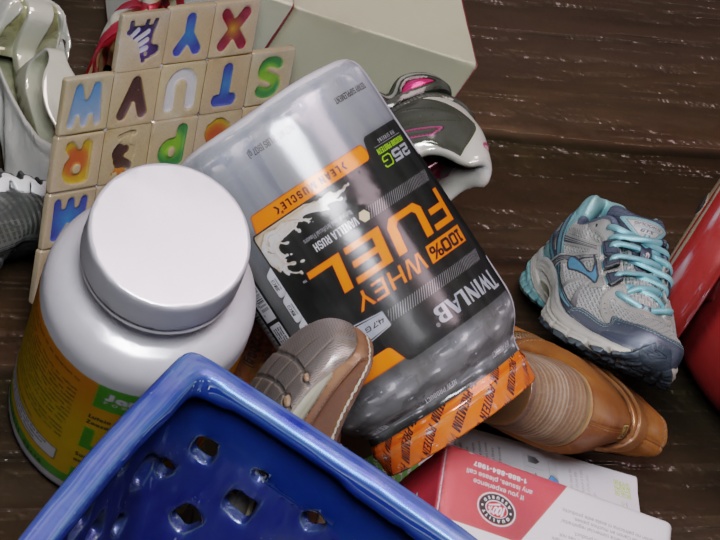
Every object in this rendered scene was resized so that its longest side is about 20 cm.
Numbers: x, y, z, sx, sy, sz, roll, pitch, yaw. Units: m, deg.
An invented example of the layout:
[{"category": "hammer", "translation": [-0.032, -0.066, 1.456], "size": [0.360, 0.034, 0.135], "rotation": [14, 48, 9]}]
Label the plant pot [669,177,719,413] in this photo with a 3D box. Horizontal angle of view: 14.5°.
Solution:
[{"category": "plant pot", "translation": [0.286, 0.018, 1.779], "size": [0.182, 0.201, 0.201], "rotation": [33, 40, 3]}]

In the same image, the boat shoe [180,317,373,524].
[{"category": "boat shoe", "translation": [-0.036, 0.108, 1.462], "size": [0.071, 0.200, 0.076], "rotation": [21, 34, -15]}]

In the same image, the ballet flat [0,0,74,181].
[{"category": "ballet flat", "translation": [-0.193, -0.120, 1.671], "size": [0.069, 0.070, 0.201], "rotation": [4, 50, -32]}]

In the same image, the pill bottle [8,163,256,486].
[{"category": "pill bottle", "translation": [-0.116, 0.030, 1.462], "size": [0.110, 0.200, 0.112], "rotation": [7, 60, -12]}]

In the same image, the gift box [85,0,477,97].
[{"category": "gift box", "translation": [-0.051, -0.143, 1.701], "size": [0.186, 0.185, 0.201], "rotation": [16, 37, -25]}]

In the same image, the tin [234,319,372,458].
[{"category": "tin", "translation": [-0.007, 0.023, 1.624], "size": [0.042, 0.111, 0.201], "rotation": [52, 39, -44]}]

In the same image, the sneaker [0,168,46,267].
[{"category": "sneaker", "translation": [-0.230, -0.005, 1.539], "size": [0.199, 0.066, 0.091], "rotation": [0, 70, -48]}]

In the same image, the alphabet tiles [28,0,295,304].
[{"category": "alphabet tiles", "translation": [-0.109, -0.054, 1.578], "size": [0.166, 0.201, 0.006], "rotation": [-12, 33, -43]}]

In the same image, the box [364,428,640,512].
[{"category": "box", "translation": [0.075, 0.158, 1.622], "size": [0.199, 0.036, 0.145], "rotation": [19, 43, -22]}]

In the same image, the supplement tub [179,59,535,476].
[{"category": "supplement tub", "translation": [0.000, 0.000, 1.498], "size": [0.200, 0.122, 0.122], "rotation": [56, 41, -1]}]

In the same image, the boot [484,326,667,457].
[{"category": "boot", "translation": [0.079, 0.058, 1.693], "size": [0.200, 0.074, 0.154], "rotation": [36, 12, 39]}]

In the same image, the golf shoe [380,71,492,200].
[{"category": "golf shoe", "translation": [-0.019, -0.035, 1.591], "size": [0.077, 0.200, 0.088], "rotation": [57, -3, -37]}]

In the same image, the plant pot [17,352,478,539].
[{"category": "plant pot", "translation": [-0.077, 0.195, 1.358], "size": [0.200, 0.180, 0.200], "rotation": [34, 39, 4]}]

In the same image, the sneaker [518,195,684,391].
[{"category": "sneaker", "translation": [0.153, 0.005, 1.716], "size": [0.077, 0.087, 0.200], "rotation": [27, 10, -20]}]

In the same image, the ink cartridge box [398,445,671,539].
[{"category": "ink cartridge box", "translation": [0.078, 0.215, 1.499], "size": [0.146, 0.083, 0.201], "rotation": [21, 57, -18]}]
